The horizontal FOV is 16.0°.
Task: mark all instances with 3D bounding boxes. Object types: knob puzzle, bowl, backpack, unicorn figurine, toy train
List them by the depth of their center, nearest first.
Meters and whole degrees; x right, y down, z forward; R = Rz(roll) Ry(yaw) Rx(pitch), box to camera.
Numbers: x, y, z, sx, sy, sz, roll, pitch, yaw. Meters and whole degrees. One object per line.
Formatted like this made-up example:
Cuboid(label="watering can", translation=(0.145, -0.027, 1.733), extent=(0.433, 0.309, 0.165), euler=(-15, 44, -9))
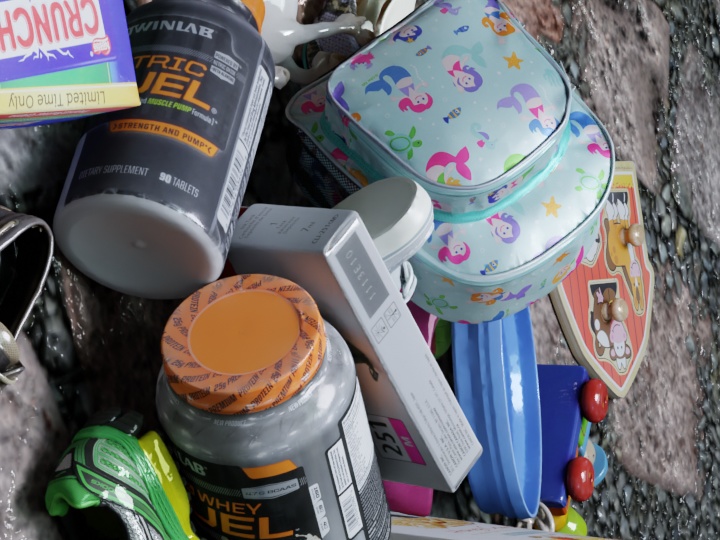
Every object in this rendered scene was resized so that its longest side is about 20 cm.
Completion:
Cuboid(label="backpack", translation=(0.067, -0.074, 1.685), extent=(0.177, 0.151, 0.200), euler=(-35, 76, -20))
Cuboid(label="unicorn figurine", translation=(-0.054, -0.177, 1.718), extent=(0.137, 0.074, 0.201), euler=(4, 61, -37))
Cuboid(label="bowl", translation=(0.098, 0.080, 1.857), extent=(0.201, 0.039, 0.202), euler=(-5, 90, -79))
Cuboid(label="toy train", translation=(0.144, 0.183, 1.970), extent=(0.116, 0.084, 0.201), euler=(65, 31, -50))
Cuboid(label="knob puzzle", translation=(0.213, 0.007, 2.172), extent=(0.219, 0.030, 0.221), euler=(22, 64, -57))

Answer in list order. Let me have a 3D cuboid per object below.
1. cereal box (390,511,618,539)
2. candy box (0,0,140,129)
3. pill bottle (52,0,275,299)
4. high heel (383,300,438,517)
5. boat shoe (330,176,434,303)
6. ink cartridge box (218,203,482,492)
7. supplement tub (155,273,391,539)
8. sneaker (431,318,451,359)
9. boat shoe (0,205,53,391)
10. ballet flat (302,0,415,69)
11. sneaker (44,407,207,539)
Cuboid(label="cereal box", translation=(0.065, 0.188, 1.702), extent=(0.144, 0.199, 0.040), euler=(6, 89, -60))
Cuboid(label="candy box", translation=(-0.212, -0.181, 1.436), extent=(0.169, 0.077, 0.201), euler=(-11, 94, -61))
Cuboid(label="pill bottle", translation=(-0.112, -0.091, 1.559), extent=(0.106, 0.106, 0.201), euler=(50, 42, -42))
Cuboid(label="high heel", translation=(0.049, 0.065, 1.751), extent=(0.201, 0.096, 0.067), euler=(-59, -176, -4))
Cuboid(label="boat shoe", translation=(-0.001, 0.001, 1.631), extent=(0.071, 0.201, 0.070), euler=(40, 57, -15))
Cuboid(label="ink cartridge box", translation=(-0.033, 0.045, 1.611), extent=(0.044, 0.173, 0.201), euler=(-50, 127, -32))
Cuboid(label="supplement tub", translation=(-0.054, 0.105, 1.549), extent=(0.201, 0.122, 0.123), euler=(77, 26, -43))
Cuboid(label="sneaker", translation=(0.019, -0.034, 1.821), extent=(0.084, 0.076, 0.201), euler=(-59, 138, -71))
Cuboid(label="boat shoe", translation=(-0.220, 0.039, 1.371), extent=(0.075, 0.073, 0.201), euler=(53, 41, -40))
Cuboid(label="ballet flat", translation=(0.016, -0.209, 1.846), extent=(0.072, 0.072, 0.201), euler=(54, 40, -39))
Cuboid(label="sneaker", translation=(-0.128, 0.186, 1.509), extent=(0.085, 0.078, 0.201), euler=(-46, 114, -46))
